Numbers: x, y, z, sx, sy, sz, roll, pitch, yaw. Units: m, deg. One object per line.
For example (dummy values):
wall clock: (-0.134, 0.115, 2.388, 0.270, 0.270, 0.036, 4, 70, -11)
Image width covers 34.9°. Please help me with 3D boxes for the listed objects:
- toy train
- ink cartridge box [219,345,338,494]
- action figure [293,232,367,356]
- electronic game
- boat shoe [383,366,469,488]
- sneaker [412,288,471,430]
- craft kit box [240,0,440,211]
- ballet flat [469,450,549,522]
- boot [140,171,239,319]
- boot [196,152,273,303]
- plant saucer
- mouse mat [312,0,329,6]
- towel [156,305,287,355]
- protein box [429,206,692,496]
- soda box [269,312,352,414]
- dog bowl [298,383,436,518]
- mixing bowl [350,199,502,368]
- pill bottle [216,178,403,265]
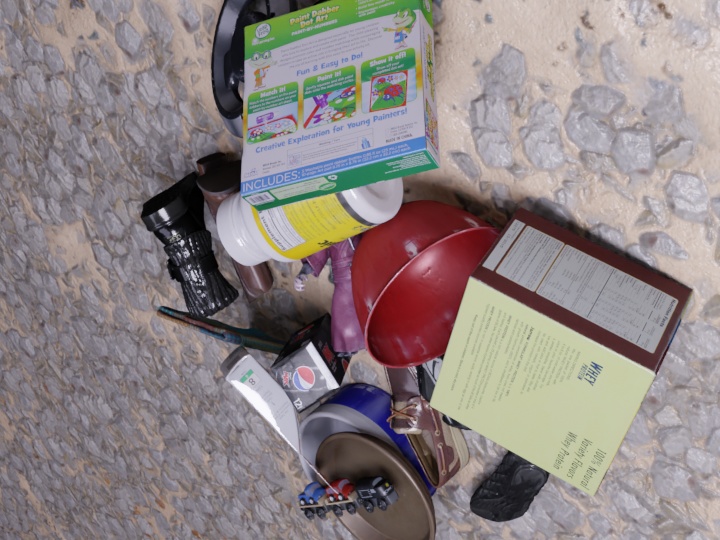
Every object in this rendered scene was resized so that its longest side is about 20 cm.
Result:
toy train: (-0.023, 0.295, 1.502, 0.199, 0.034, 0.046, -21, 99, 50)
ink cartridge box: (-0.095, 0.184, 1.453, 0.200, 0.050, 0.161, 45, 173, -7)
action figure: (0.000, 0.000, 1.406, 0.132, 0.149, 0.204, -12, 91, 19)
electronic game: (-0.120, -0.250, 1.291, 0.199, 0.041, 0.204, -13, 74, 59)
boat shoe: (0.072, 0.184, 1.463, 0.071, 0.072, 0.202, -6, 113, 46)
sneaker: (0.095, 0.114, 1.393, 0.090, 0.066, 0.202, -11, 112, 45)
craft kit box: (-0.023, -0.173, 1.122, 0.197, 0.201, 0.048, -11, 156, 22)
ballet flat: (0.190, 0.265, 1.437, 0.066, 0.057, 0.201, 21, 144, -6)
boot: (-0.222, -0.033, 1.521, 0.079, 0.212, 0.159, -27, 107, 9)
boot: (-0.153, -0.042, 1.486, 0.187, 0.063, 0.203, -121, 14, -71)
plant saucer: (0.023, 0.293, 1.502, 0.198, 0.029, 0.203, 26, 133, 31)
mouse mat: (-0.024, -0.212, 1.200, 0.159, 0.203, 0.007, -5, 153, 46)
towel: (-0.162, 0.087, 1.558, 0.145, 0.199, 0.022, 15, 87, 38)
protein box: (0.203, 0.083, 1.186, 0.198, 0.135, 0.200, 27, 135, 15)
soda box: (-0.058, 0.113, 1.451, 0.063, 0.200, 0.071, -33, 95, 9)
dog bowl: (0.010, 0.260, 1.576, 0.198, 0.079, 0.203, 26, 134, 30)
mixing bowl: (0.064, -0.003, 1.265, 0.109, 0.198, 0.202, 52, 146, 34)
pill bottle: (-0.060, -0.075, 1.241, 0.198, 0.111, 0.112, -21, 103, 34)
